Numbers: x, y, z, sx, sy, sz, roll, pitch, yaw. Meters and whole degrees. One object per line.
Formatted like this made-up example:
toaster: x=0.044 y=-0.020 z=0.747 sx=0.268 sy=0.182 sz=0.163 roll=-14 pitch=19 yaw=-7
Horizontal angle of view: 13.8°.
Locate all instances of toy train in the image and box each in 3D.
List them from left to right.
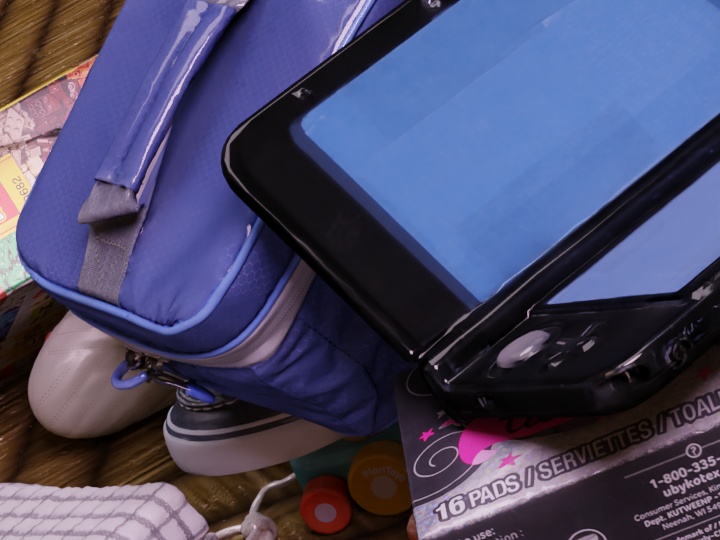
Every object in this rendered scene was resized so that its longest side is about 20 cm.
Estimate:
toy train: x=0.014 y=0.083 z=1.169 sx=0.150 sy=0.056 sz=0.200 roll=-38 pitch=27 yaw=-29

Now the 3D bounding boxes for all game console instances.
game console: x=0.084 y=-0.053 z=0.956 sx=0.200 sy=0.117 sz=0.176 roll=-39 pitch=12 yaw=-21

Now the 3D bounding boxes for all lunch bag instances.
lunch bag: x=-0.035 y=-0.042 z=1.087 sx=0.136 sy=0.132 sz=0.201 roll=17 pitch=79 yaw=47

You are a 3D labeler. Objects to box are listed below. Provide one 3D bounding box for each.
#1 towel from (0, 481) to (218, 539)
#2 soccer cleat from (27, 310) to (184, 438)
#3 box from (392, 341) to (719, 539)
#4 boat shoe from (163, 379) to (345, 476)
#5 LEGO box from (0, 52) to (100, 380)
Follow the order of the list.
towel: x=-0.160 y=0.157 z=1.157 sx=0.199 sy=0.086 sz=0.166 roll=-6 pitch=28 yaw=41
soccer cleat: x=-0.062 y=0.017 z=1.375 sx=0.199 sy=0.070 sz=0.077 roll=-30 pitch=27 yaw=-19
box: x=0.127 y=0.072 z=0.981 sx=0.199 sy=0.133 sz=0.115 roll=-22 pitch=25 yaw=6
boat shoe: x=0.000 y=0.000 z=1.175 sx=0.200 sy=0.091 sz=0.071 roll=-27 pitch=26 yaw=-6
LEGO box: x=-0.148 y=-0.022 z=1.413 sx=0.149 sy=0.077 sz=0.200 roll=-31 pitch=-7 yaw=-14
